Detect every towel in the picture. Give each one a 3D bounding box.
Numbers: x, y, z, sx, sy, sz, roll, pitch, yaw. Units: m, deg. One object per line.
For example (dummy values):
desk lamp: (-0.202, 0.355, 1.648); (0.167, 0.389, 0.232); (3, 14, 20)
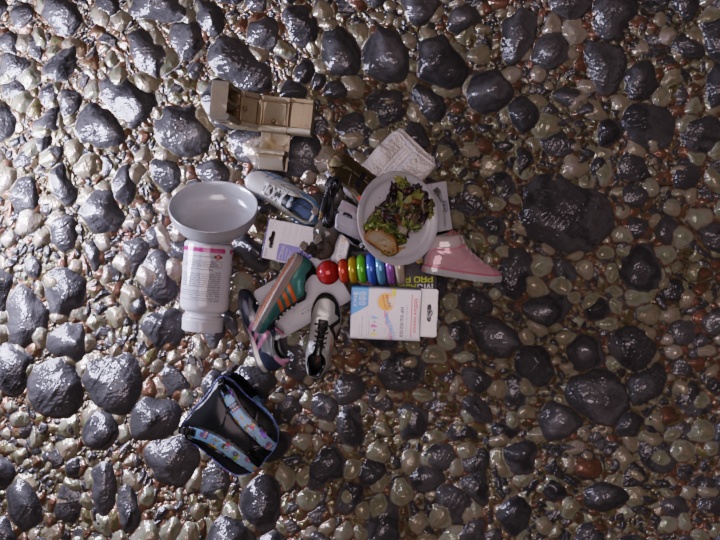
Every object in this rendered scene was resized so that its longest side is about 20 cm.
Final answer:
towel: (0.069, -0.216, 1.739); (0.132, 0.034, 0.200); (41, 93, 1)

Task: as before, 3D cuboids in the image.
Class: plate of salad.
plate of salad: (0.086, -0.112, 1.616); (0.197, 0.048, 0.203); (0, 90, -24)

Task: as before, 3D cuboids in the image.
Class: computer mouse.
computer mouse: (-0.026, -0.117, 1.672); (0.043, 0.200, 0.111); (1, 70, 29)

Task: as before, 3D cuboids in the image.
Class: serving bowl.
serving bowl: (-0.328, -0.120, 1.697); (0.197, 0.201, 0.066); (8, 130, 1)

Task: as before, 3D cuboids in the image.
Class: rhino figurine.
rhino figurine: (-0.070, -0.116, 1.698); (0.059, 0.087, 0.202); (11, 73, 28)

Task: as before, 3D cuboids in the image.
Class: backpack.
backpack: (-0.280, 0.351, 1.719); (0.199, 0.135, 0.183); (40, 92, 1)

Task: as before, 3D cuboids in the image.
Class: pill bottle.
pill bottle: (-0.351, 0.036, 1.722); (0.112, 0.113, 0.203); (5, 92, 2)

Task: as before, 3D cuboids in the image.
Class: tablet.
tablet: (-0.134, 0.058, 1.746); (0.198, 0.014, 0.131); (-29, 99, 9)

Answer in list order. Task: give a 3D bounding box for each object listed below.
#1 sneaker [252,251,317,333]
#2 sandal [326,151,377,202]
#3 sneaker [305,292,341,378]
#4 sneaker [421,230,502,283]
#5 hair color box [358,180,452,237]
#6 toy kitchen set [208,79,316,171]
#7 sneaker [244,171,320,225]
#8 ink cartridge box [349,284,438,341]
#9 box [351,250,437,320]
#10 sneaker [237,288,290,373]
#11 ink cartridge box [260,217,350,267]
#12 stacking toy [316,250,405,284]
sneaker: (-0.165, 0.063, 1.692); (0.079, 0.071, 0.201); (33, 87, -19)
sandal: (0.000, -0.188, 1.697); (0.200, 0.054, 0.081); (41, 81, -18)
sneaker: (-0.085, 0.152, 1.720); (0.073, 0.080, 0.203); (7, 102, 2)
sneaker: (0.236, -0.032, 1.701); (0.197, 0.075, 0.106); (9, 91, -18)
hair color box: (0.101, -0.128, 1.684); (0.197, 0.064, 0.113); (-12, 98, -22)
toy kitchen set: (-0.215, -0.312, 1.671); (0.197, 0.180, 0.166); (6, 93, 6)
sneaker: (-0.176, -0.170, 1.730); (0.198, 0.072, 0.073); (29, 94, 2)
ink cartridge box: (0.077, 0.095, 1.688); (0.197, 0.068, 0.117); (2, 92, 1)
box: (0.078, 0.034, 1.742); (0.197, 0.044, 0.163); (0, 92, 2)
sneaker: (-0.219, 0.131, 1.741); (0.081, 0.070, 0.203); (-16, 99, 12)
ink cartridge box: (-0.125, -0.054, 1.751); (0.197, 0.037, 0.096); (12, 93, -1)
stacking toy: (0.000, 0.000, 1.684); (0.197, 0.085, 0.087); (-7, 92, 5)
